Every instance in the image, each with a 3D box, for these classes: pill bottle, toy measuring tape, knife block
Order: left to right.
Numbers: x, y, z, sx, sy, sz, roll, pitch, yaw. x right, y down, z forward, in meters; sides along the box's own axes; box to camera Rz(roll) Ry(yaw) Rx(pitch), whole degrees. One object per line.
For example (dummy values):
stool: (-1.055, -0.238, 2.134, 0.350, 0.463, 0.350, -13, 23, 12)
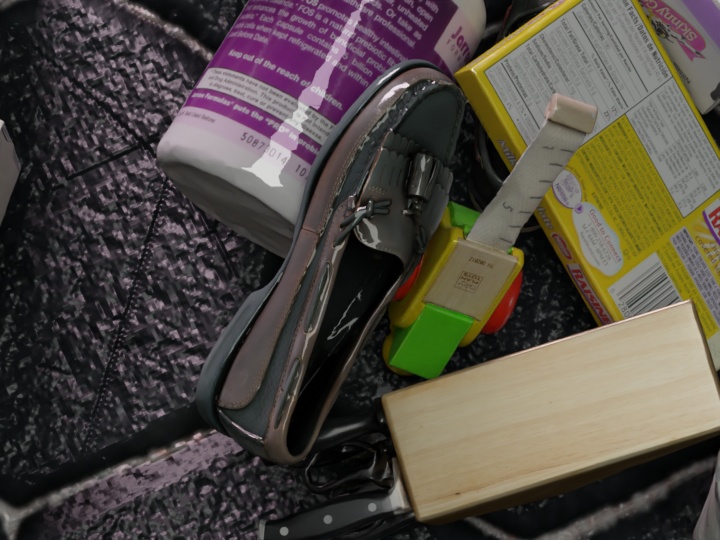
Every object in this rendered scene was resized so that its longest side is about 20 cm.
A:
pill bottle: (-0.006, -0.110, 1.148, 0.112, 0.112, 0.200, 30, 79, 2)
knife block: (0.050, 0.081, 1.086, 0.176, 0.200, 0.064, -10, 78, -36)
toy measuring tape: (0.058, -0.024, 1.116, 0.074, 0.200, 0.074, 18, 40, -15)

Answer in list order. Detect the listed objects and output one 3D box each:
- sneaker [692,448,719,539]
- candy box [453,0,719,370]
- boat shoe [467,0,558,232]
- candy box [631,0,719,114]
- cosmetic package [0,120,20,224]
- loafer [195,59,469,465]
sneaker: (0.221, 0.067, 1.153, 0.075, 0.081, 0.200, 33, 58, 7)
candy box: (0.135, -0.040, 1.145, 0.102, 0.026, 0.200, -37, 104, -25)
boat shoe: (0.109, -0.119, 1.186, 0.074, 0.063, 0.201, 19, 76, 1)
candy box: (0.204, -0.203, 1.179, 0.200, 0.072, 0.168, -35, 83, -26)
cosmetic package: (-0.274, -0.059, 1.122, 0.200, 0.104, 0.073, 18, 79, 1)
loafer: (0.000, 0.000, 1.069, 0.063, 0.072, 0.200, 33, 94, 46)
